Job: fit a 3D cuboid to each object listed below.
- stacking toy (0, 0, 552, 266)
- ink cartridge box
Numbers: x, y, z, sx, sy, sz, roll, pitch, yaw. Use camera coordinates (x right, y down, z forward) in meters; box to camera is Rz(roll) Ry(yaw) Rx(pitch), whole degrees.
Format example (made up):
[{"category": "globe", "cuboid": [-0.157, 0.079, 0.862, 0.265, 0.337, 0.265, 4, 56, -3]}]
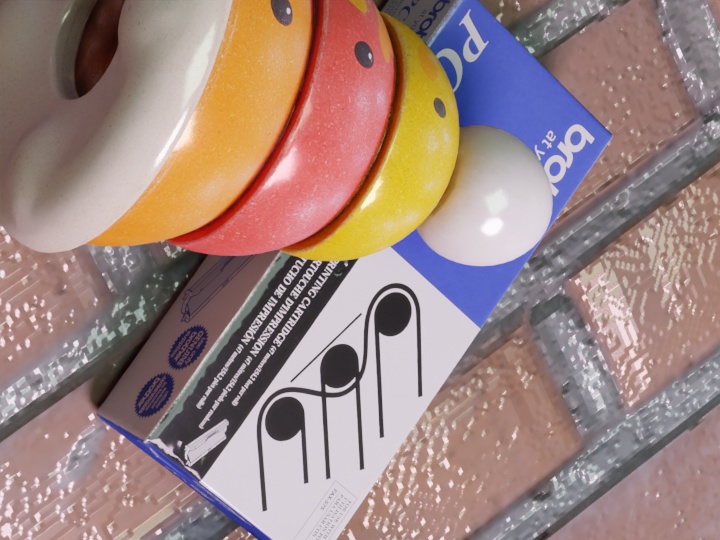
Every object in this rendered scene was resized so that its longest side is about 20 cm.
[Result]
[{"category": "stacking toy", "cuboid": [-0.017, -0.052, 0.979, 0.199, 0.146, 0.147, 20, 91, -32]}, {"category": "ink cartridge box", "cuboid": [0.000, 0.000, 1.066, 0.094, 0.044, 0.200, 41, 79, -34]}]
